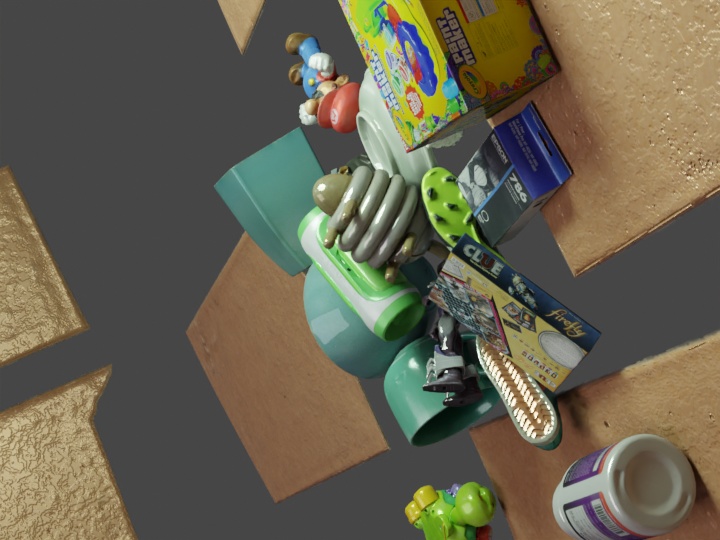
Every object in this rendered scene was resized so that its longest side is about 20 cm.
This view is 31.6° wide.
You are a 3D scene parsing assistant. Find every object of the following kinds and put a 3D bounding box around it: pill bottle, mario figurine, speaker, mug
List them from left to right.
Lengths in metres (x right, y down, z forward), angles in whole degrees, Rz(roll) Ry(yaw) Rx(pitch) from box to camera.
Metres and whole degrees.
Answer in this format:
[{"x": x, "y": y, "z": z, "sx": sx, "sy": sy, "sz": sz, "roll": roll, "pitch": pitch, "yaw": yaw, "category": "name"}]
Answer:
[{"x": -0.065, "y": -0.260, "z": 1.814, "sx": 0.123, "sy": 0.106, "sz": 0.200, "roll": 37, "pitch": -168, "yaw": -42, "category": "mario figurine"}, {"x": 0.000, "y": 0.000, "z": 1.712, "sx": 0.200, "sy": 0.088, "sz": 0.089, "roll": 50, "pitch": 155, "yaw": 26, "category": "speaker"}, {"x": 0.122, "y": 0.149, "z": 1.781, "sx": 0.115, "sy": 0.184, "sz": 0.152, "roll": 59, "pitch": -177, "yaw": 23, "category": "mug"}, {"x": 0.298, "y": 0.263, "z": 1.487, "sx": 0.112, "sy": 0.111, "sz": 0.200, "roll": 62, "pitch": 160, "yaw": 9, "category": "pill bottle"}]

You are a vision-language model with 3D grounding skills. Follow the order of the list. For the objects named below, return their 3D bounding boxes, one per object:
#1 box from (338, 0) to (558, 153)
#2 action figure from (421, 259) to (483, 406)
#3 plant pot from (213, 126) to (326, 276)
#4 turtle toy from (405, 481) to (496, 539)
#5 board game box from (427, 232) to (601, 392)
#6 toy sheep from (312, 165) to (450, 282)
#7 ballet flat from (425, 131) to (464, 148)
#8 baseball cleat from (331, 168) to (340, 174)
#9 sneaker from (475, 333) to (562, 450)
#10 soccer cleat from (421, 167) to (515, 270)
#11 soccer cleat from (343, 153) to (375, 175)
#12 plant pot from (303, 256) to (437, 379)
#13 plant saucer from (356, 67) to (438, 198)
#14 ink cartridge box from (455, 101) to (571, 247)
[{"x": 0.091, "y": -0.262, "z": 1.408, "sx": 0.202, "sy": 0.121, "sz": 0.192, "roll": 65, "pitch": 161, "yaw": 1, "category": "box"}, {"x": 0.114, "y": 0.071, "z": 1.665, "sx": 0.130, "sy": 0.069, "sz": 0.202, "roll": 60, "pitch": -156, "yaw": -55, "category": "action figure"}, {"x": -0.120, "y": -0.101, "z": 2.096, "sx": 0.201, "sy": 0.141, "sz": 0.141, "roll": 59, "pitch": 160, "yaw": -3, "category": "plant pot"}, {"x": 0.155, "y": 0.396, "z": 2.006, "sx": 0.147, "sy": 0.100, "sz": 0.201, "roll": 59, "pitch": 158, "yaw": 19, "category": "turtle toy"}, {"x": 0.182, "y": 0.053, "z": 1.544, "sx": 0.199, "sy": 0.035, "sz": 0.136, "roll": 37, "pitch": 154, "yaw": 7, "category": "board game box"}, {"x": 0.027, "y": -0.062, "z": 1.633, "sx": 0.199, "sy": 0.139, "sz": 0.138, "roll": 31, "pitch": 162, "yaw": -10, "category": "toy sheep"}, {"x": 0.075, "y": -0.241, "z": 1.552, "sx": 0.072, "sy": 0.071, "sz": 0.202, "roll": 17, "pitch": 128, "yaw": 64, "category": "ballet flat"}, {"x": 0.000, "y": -0.071, "z": 1.948, "sx": 0.107, "sy": 0.069, "sz": 0.201, "roll": -90, "pitch": -16, "yaw": -45, "category": "baseball cleat"}, {"x": 0.205, "y": 0.142, "z": 1.641, "sx": 0.080, "sy": 0.071, "sz": 0.202, "roll": 49, "pitch": -160, "yaw": -61, "category": "sneaker"}, {"x": 0.136, "y": -0.037, "z": 1.617, "sx": 0.201, "sy": 0.067, "sz": 0.081, "roll": 58, "pitch": 172, "yaw": 4, "category": "soccer cleat"}, {"x": 0.046, "y": -0.088, "z": 1.811, "sx": 0.200, "sy": 0.069, "sz": 0.087, "roll": 52, "pitch": 172, "yaw": 39, "category": "soccer cleat"}, {"x": 0.037, "y": 0.039, "z": 1.820, "sx": 0.134, "sy": 0.199, "sz": 0.202, "roll": -28, "pitch": 87, "yaw": 43, "category": "plant pot"}, {"x": 0.040, "y": -0.171, "z": 1.690, "sx": 0.201, "sy": 0.050, "sz": 0.201, "roll": 60, "pitch": 169, "yaw": 19, "category": "plant saucer"}, {"x": 0.175, "y": -0.108, "z": 1.491, "sx": 0.100, "sy": 0.039, "sz": 0.200, "roll": 62, "pitch": 159, "yaw": 13, "category": "ink cartridge box"}]
